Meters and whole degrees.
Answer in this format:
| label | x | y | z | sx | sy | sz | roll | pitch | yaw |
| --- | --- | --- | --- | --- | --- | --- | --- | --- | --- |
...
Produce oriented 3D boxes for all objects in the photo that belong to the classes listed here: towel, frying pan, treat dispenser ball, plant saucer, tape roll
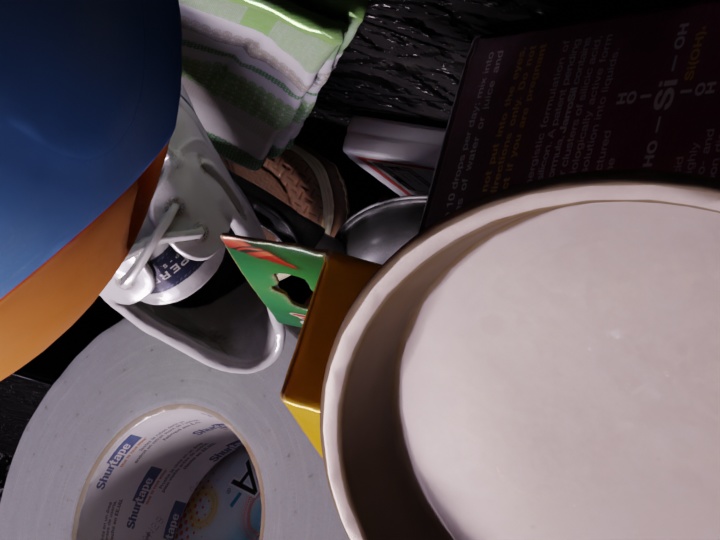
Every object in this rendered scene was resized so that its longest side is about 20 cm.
| label | x | y | z | sx | sy | sz | roll | pitch | yaw |
| --- | --- | --- | --- | --- | --- | --- | --- | --- | --- |
| towel | -0.083 | -0.084 | 0.940 | 0.148 | 0.031 | 0.200 | 15 | 170 | -7 |
| frying pan | 0.011 | -0.006 | 1.016 | 0.190 | 0.031 | 0.115 | 37 | 139 | -19 |
| treat dispenser ball | -0.146 | -0.057 | 0.684 | 0.199 | 0.202 | 0.201 | 14 | 170 | 3 |
| plant saucer | 0.087 | 0.053 | 0.712 | 0.199 | 0.030 | 0.201 | 11 | 128 | 14 |
| tape roll | -0.062 | 0.114 | 1.101 | 0.199 | 0.202 | 0.066 | 6 | 170 | 40 |

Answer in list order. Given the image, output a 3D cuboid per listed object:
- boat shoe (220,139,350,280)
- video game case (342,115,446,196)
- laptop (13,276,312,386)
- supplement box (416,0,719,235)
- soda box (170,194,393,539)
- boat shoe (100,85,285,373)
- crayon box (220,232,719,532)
| label | x | y | z | sx | sy | sz | roll | pitch | yaw |
| --- | --- | --- | --- | --- | --- | --- | --- | --- | --- |
| boat shoe | -0.067 | -0.030 | 1.140 | 0.075 | 0.075 | 0.202 | -10 | -173 | -42 |
| video game case | 0.109 | -0.020 | 1.042 | 0.199 | 0.018 | 0.143 | 10 | 169 | 27 |
| laptop | -0.118 | 0.019 | 1.300 | 0.186 | 0.117 | 0.200 | 18 | 169 | -13 |
| supplement box | 0.127 | -0.013 | 0.810 | 0.130 | 0.104 | 0.200 | 22 | 167 | -32 |
| soda box | -0.011 | 0.070 | 1.164 | 0.063 | 0.200 | 0.068 | 25 | -164 | -42 |
| boat shoe | -0.072 | -0.021 | 0.929 | 0.066 | 0.073 | 0.200 | 60 | -170 | 30 |
| crayon box | 0.053 | 0.048 | 0.815 | 0.199 | 0.051 | 0.127 | 15 | 169 | 11 |
